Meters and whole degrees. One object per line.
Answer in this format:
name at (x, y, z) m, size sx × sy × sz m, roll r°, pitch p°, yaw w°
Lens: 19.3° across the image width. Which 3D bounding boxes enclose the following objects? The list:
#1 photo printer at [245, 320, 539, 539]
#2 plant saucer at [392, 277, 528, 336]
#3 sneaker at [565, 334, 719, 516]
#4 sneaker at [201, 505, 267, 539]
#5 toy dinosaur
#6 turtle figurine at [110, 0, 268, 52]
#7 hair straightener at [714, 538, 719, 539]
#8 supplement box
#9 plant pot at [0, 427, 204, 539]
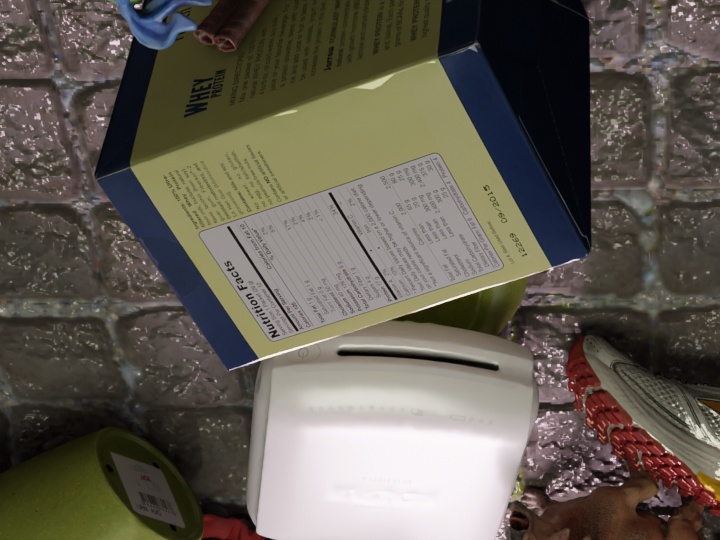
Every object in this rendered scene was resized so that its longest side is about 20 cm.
photo printer at (0.017, 0.097, 1.255) m, size 0.165 × 0.070 × 0.201 m, roll 5°, pitch 148°, yaw -4°
plant saucer at (0.000, 0.000, 1.239) m, size 0.198 × 0.031 × 0.201 m, roll 3°, pitch 130°, yaw 4°
sneaker at (0.211, 0.096, 1.274) m, size 0.199 × 0.083 × 0.078 m, roll 33°, pitch 166°, yaw -4°
sneaker at (-0.042, 0.234, 1.397) m, size 0.199 × 0.098 × 0.071 m, roll 25°, pitch 127°, yaw -16°
toy dinosaur at (0.168, 0.182, 1.302) m, size 0.198 × 0.136 × 0.086 m, roll 17°, pitch 130°, yaw -9°
turtle figurine at (-0.056, -0.220, 0.983) m, size 0.192 × 0.202 × 0.144 m, roll -21°, pitch 165°, yaw -8°
hair straightener at (0.300, 0.187, 1.352) m, size 0.199 × 0.041 × 0.077 m, roll -23°, pitch 123°, yaw 24°
supplement box at (-0.001, -0.087, 1.054) m, size 0.198 × 0.201 × 0.135 m, roll -18°, pitch 126°, yaw 20°
plant pot at (-0.198, 0.199, 1.350) m, size 0.200 × 0.188 × 0.187 m, roll -42°, pitch 115°, yaw 18°
